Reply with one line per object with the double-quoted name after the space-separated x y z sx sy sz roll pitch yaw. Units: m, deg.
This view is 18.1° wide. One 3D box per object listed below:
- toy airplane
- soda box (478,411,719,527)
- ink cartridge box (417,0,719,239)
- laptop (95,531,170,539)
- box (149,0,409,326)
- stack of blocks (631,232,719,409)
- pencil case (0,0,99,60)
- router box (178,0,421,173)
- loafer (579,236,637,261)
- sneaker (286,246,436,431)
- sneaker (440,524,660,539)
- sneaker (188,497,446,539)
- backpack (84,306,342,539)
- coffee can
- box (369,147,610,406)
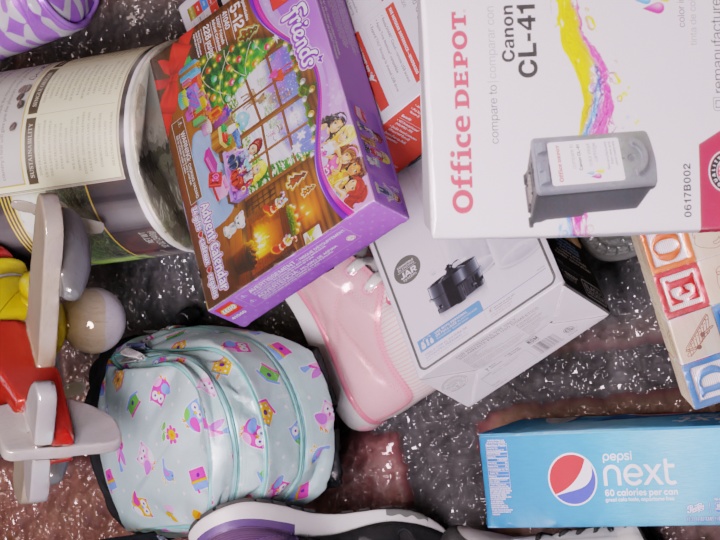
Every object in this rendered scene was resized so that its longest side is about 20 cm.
-0.209 0.053 1.478 0.200 0.141 0.200 -15 94 56 "toy airplane"
0.179 0.125 1.427 0.199 0.068 0.064 -4 93 29 "soda box"
0.134 -0.093 1.286 0.199 0.086 0.148 -3 95 0 "ink cartridge box"
-0.120 0.260 1.443 0.103 0.200 0.177 -36 42 -7 "laptop"
-0.055 -0.084 1.409 0.137 0.039 0.200 -33 55 25 "box"
0.222 -0.031 1.364 0.115 0.059 0.201 -18 96 2 "stack of blocks"
-0.284 -0.189 1.632 0.200 0.084 0.086 -17 122 28 "pencil case"
-0.017 -0.145 1.463 0.179 0.049 0.200 -37 53 23 "router box"
0.153 -0.106 1.423 0.075 0.070 0.201 -9 104 -5 "loafer"
0.000 0.000 1.506 0.104 0.075 0.201 -26 90 32 "sneaker"
0.148 0.192 1.458 0.199 0.074 0.080 15 95 20 "sneaker"
-0.019 0.207 1.470 0.076 0.200 0.088 -47 49 39 "sneaker"
-0.101 0.113 1.520 0.200 0.126 0.167 -9 97 54 "backpack"
-0.197 -0.074 1.564 0.199 0.146 0.147 -7 93 29 "coffee can"
0.065 -0.030 1.425 0.117 0.060 0.200 -34 53 22 "box"
